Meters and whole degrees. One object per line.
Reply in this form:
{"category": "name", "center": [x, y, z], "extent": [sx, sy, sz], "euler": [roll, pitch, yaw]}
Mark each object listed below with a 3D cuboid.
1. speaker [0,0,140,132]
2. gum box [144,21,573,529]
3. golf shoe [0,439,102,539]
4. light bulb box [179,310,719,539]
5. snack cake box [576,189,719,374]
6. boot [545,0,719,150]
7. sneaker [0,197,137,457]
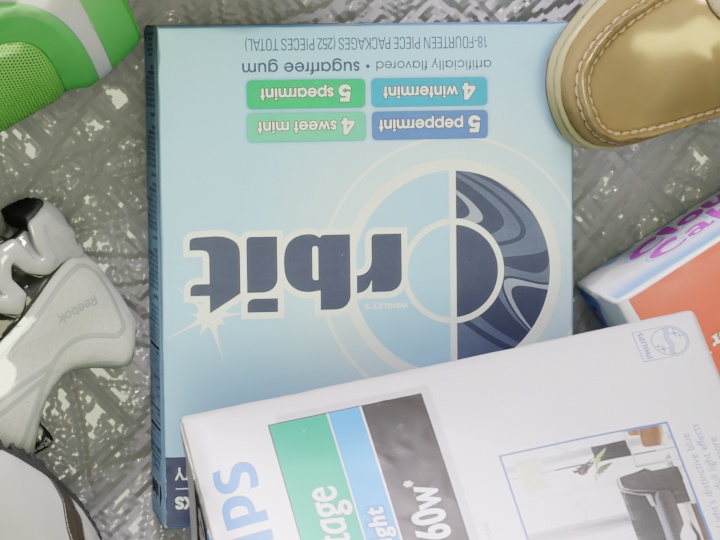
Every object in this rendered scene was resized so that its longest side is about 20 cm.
{"category": "speaker", "center": [-0.187, -0.070, 1.023], "extent": [0.200, 0.088, 0.089], "euler": [-30, 99, -6]}
{"category": "gum box", "center": [0.000, 0.000, 1.082], "extent": [0.170, 0.045, 0.200], "euler": [-1, 96, -10]}
{"category": "golf shoe", "center": [-0.117, 0.149, 1.025], "extent": [0.078, 0.095, 0.200], "euler": [-31, 117, -3]}
{"category": "light bulb box", "center": [0.043, 0.138, 1.014], "extent": [0.200, 0.125, 0.198], "euler": [-11, 142, -9]}
{"category": "snack cake box", "center": [0.206, 0.004, 1.107], "extent": [0.200, 0.067, 0.115], "euler": [-32, 101, -5]}
{"category": "boot", "center": [0.186, -0.092, 1.036], "extent": [0.200, 0.155, 0.073], "euler": [-22, 112, -18]}
{"category": "sneaker", "center": [-0.172, 0.065, 1.049], "extent": [0.200, 0.075, 0.081], "euler": [-44, 109, -3]}
